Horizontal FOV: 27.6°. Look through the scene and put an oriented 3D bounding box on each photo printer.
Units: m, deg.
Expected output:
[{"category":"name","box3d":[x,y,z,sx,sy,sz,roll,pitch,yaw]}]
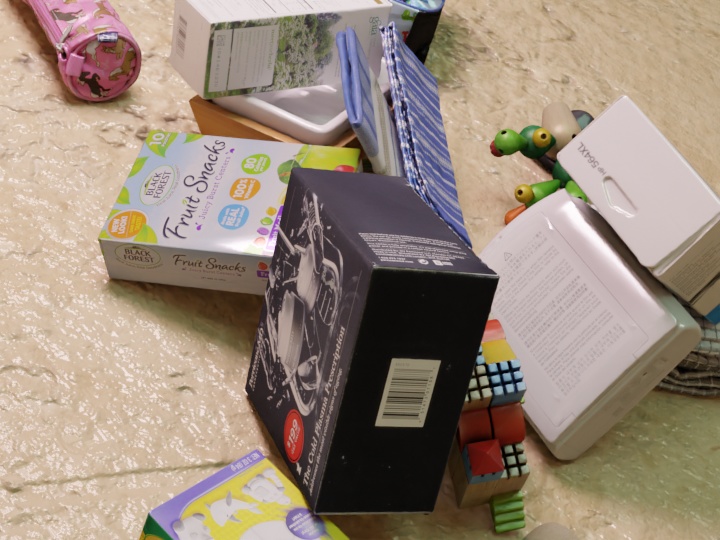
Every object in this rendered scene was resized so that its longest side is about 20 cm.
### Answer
[{"category":"photo printer","box3d":[0.178,0.039,1.288,0.069,0.166,0.201,28,20,-53]}]

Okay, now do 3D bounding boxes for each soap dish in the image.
[{"category":"soap dish","box3d":[-0.053,-0.160,1.455,0.156,0.082,0.200,24,36,20]}]

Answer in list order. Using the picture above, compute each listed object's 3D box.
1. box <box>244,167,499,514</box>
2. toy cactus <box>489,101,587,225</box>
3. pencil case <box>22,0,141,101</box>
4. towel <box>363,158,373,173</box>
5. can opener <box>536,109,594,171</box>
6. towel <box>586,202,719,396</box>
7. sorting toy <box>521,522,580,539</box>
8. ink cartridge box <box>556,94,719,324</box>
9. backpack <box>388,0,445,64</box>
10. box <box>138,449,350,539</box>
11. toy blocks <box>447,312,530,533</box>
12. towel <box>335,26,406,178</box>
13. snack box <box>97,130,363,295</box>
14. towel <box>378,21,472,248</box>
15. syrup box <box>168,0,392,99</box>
[{"category":"box","box3d":[0.000,0.051,1.112,0.103,0.202,0.182,4,23,-24]},{"category":"toy cactus","box3d":[0.213,-0.106,1.532,0.198,0.103,0.166,19,40,-18]},{"category":"pencil case","box3d":[-0.290,-0.258,1.470,0.082,0.087,0.201,-28,53,-9]},{"category":"towel","box3d":[0.009,-0.038,1.412,0.085,0.018,0.201,-4,45,-23]},{"category":"can opener","box3d":[0.280,-0.110,1.615,0.199,0.079,0.063,32,-1,7]},{"category":"towel","box3d":[0.275,0.031,1.409,0.197,0.086,0.167,9,46,-12]},{"category":"sorting toy","box3d":[0.167,0.286,1.083,0.199,0.037,0.184,39,40,20]},{"category":"ink cartridge box","box3d":[0.272,-0.049,1.290,0.147,0.084,0.200,54,12,27]},{"category":"backpack","box3d":[0.005,-0.344,1.671,0.198,0.148,0.184,19,35,0]},{"category":"box","box3d":[-0.051,0.226,1.035,0.200,0.049,0.117,42,41,21]},{"category":"toy blocks","box3d":[0.091,0.093,1.149,0.099,0.137,0.202,-9,68,-7]},{"category":"towel","box3d":[0.022,-0.108,1.351,0.024,0.201,0.148,-18,44,11]},{"category":"snack box","box3d":[-0.107,-0.049,1.262,0.197,0.053,0.143,6,46,13]},{"category":"towel","box3d":[0.067,-0.125,1.416,0.145,0.024,0.203,37,40,-62]},{"category":"syrup box","box3d":[-0.075,-0.226,1.400,0.198,0.080,0.081,-12,39,-30]}]
